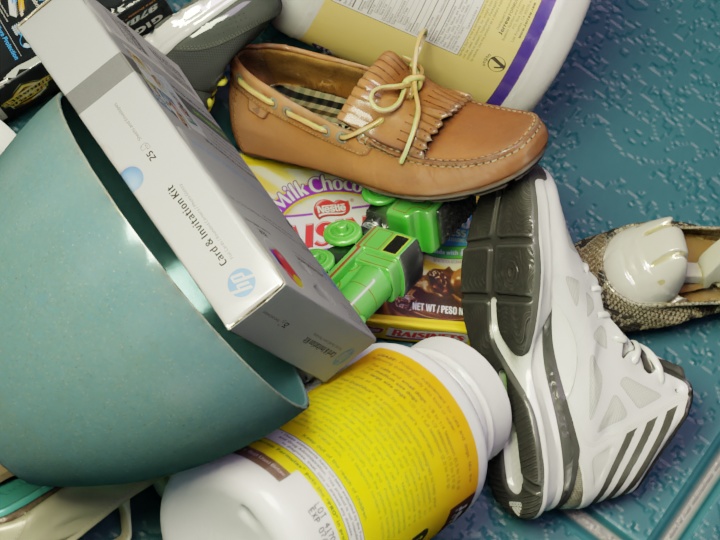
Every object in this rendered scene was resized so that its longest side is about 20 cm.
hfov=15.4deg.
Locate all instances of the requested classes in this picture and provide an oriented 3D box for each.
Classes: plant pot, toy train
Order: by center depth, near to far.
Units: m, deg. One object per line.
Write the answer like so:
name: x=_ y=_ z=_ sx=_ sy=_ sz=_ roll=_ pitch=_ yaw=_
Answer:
plant pot: x=-0.139 y=0.031 z=1.334 sx=0.135 sy=0.200 sz=0.200 roll=-39 pitch=77 yaw=5
toy train: x=0.000 y=0.000 z=1.481 sx=0.056 sy=0.042 sz=0.200 roll=17 pitch=44 yaw=28

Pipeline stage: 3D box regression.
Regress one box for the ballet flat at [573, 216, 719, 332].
ballet flat: x=0.204 y=-0.005 z=1.565 sx=0.199 sy=0.075 sz=0.068 roll=-2 pitch=67 yaw=-13

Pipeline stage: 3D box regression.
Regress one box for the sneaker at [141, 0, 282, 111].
sneaker: x=-0.112 y=-0.085 z=1.511 sx=0.200 sy=0.074 sz=0.085 roll=-41 pitch=94 yaw=11

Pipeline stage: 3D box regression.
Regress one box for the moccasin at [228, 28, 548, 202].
moccasin: x=0.013 y=-0.092 z=1.497 sx=0.201 sy=0.078 sz=0.074 roll=18 pitch=44 yaw=34

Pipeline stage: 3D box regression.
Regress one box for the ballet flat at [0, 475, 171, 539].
ballet flat: x=-0.127 y=0.111 z=1.451 sx=0.200 sy=0.070 sz=0.070 roll=-31 pitch=76 yaw=-22

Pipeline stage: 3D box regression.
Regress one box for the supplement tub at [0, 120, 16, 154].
supplement tub: x=-0.265 y=0.009 z=1.415 sx=0.144 sy=0.145 sz=0.200 roll=34 pitch=63 yaw=4

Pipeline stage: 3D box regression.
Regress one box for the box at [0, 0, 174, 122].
box: x=-0.225 y=-0.192 z=1.542 sx=0.159 sy=0.046 sz=0.200 roll=-32 pitch=74 yaw=-1

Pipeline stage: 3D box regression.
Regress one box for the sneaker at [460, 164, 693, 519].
sneaker: x=0.126 y=0.035 z=1.518 sx=0.115 sy=0.076 sz=0.202 roll=-5 pitch=93 yaw=-30

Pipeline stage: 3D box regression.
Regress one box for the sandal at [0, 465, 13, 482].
sandal: x=-0.158 y=0.048 z=1.450 sx=0.211 sy=0.078 sz=0.070 roll=-29 pitch=106 yaw=-19

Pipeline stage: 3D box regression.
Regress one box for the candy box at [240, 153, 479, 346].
candy box: x=0.005 y=-0.011 z=1.551 sx=0.199 sy=0.026 sz=0.103 roll=6 pitch=61 yaw=-10

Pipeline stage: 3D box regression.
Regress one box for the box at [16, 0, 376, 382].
box: x=-0.082 y=-0.043 z=1.365 sx=0.041 sy=0.156 sz=0.200 roll=-39 pitch=71 yaw=6

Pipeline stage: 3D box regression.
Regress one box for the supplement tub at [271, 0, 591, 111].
supplement tub: x=0.029 y=-0.185 z=1.560 sx=0.199 sy=0.145 sz=0.146 roll=22 pitch=63 yaw=-8

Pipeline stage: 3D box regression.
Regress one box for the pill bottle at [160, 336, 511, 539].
pill bottle: x=-0.007 y=0.110 z=1.431 sx=0.109 sy=0.109 sz=0.200 roll=48 pitch=46 yaw=11
